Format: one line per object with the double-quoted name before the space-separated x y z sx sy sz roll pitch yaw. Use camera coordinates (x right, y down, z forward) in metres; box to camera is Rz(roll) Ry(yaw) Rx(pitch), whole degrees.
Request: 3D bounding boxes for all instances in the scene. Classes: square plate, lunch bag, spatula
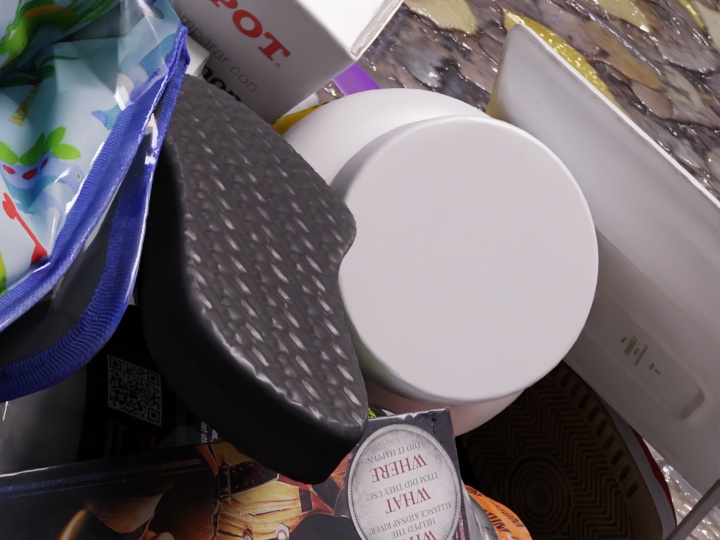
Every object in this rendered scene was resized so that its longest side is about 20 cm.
"square plate" 0.105 0.020 0.899 0.198 0.028 0.200 45 -13 7
"lunch bag" -0.151 -0.011 0.625 0.128 0.169 0.200 66 28 -10
"spatula" 0.012 -0.051 1.096 0.057 0.021 0.200 50 -3 11

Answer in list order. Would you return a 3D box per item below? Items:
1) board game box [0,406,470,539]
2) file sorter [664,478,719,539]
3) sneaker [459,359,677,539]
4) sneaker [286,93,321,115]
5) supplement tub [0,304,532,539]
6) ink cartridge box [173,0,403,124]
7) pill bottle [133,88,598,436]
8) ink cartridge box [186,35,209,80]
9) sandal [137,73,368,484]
"board game box" -0.054 0.112 0.628 0.199 0.035 0.137 -7 86 -37
"file sorter" 0.169 0.184 0.865 0.199 0.125 0.139 34 25 -12
"sneaker" 0.084 0.049 1.048 0.112 0.071 0.200 4 39 -47
"sneaker" -0.025 -0.008 1.013 0.080 0.071 0.200 -1 38 -45
"supplement tub" -0.052 0.080 0.733 0.199 0.123 0.123 23 28 -30
"ink cartridge box" -0.091 -0.099 0.860 0.147 0.200 0.083 45 47 -12
"pill bottle" 0.000 0.000 0.854 0.112 0.113 0.200 31 -12 -15
"ink cartridge box" -0.168 -0.059 0.785 0.199 0.146 0.084 36 26 -4
"sandal" -0.041 0.000 0.677 0.075 0.048 0.201 37 17 -16
